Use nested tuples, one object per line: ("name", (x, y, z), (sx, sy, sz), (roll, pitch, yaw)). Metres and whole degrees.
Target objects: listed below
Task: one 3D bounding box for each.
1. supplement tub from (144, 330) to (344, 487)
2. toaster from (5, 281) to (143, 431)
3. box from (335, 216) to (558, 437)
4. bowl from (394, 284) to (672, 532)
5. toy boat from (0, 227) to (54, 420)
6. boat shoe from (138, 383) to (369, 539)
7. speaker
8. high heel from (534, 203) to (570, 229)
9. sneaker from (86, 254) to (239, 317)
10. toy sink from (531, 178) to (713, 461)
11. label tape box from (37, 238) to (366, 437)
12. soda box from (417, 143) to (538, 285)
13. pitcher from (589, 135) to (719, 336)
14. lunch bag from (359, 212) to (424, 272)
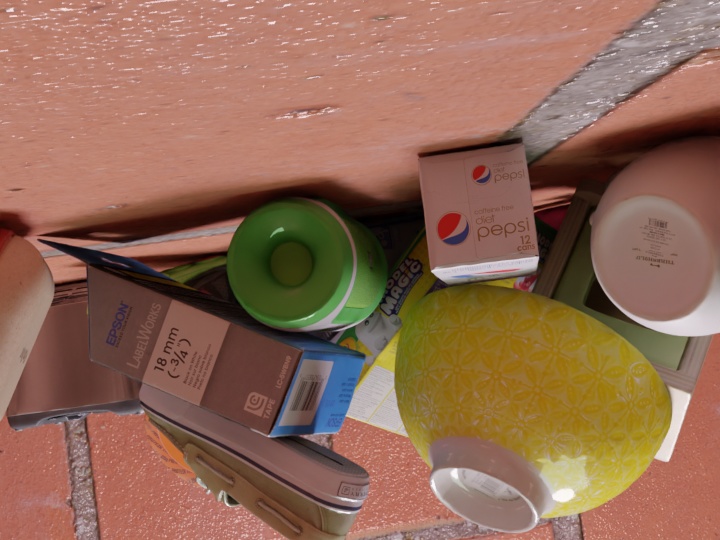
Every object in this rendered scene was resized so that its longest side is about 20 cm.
("supplement tub", (-0.098, 0.099, 1.322), (0.122, 0.123, 0.200), (-11, -157, 42))
("toaster", (-0.246, 0.076, 1.383), (0.199, 0.130, 0.114), (-9, 177, 17))
("box", (0.062, 0.030, 1.108), (0.200, 0.048, 0.117), (-51, 141, 11))
("bowl", (0.102, 0.114, 1.004), (0.200, 0.108, 0.200), (20, 148, 13))
("toy boat", (-0.265, 0.029, 0.886), (0.130, 0.131, 0.200), (23, 171, -7))
("boat shoe", (-0.083, 0.127, 0.980), (0.200, 0.062, 0.072), (23, -177, 38))
("speaker", (-0.032, -0.002, 0.980), (0.088, 0.089, 0.200), (-9, 177, 8))
("high heel", (0.169, -0.032, 1.298), (0.096, 0.068, 0.200), (-41, -155, -18))
("sneaker", (-0.149, 0.037, 1.261), (0.200, 0.084, 0.077), (-18, -177, -43))
("toy sink", (0.203, 0.014, 1.076), (0.130, 0.200, 0.112), (20, 147, 14))
("label tape box", (-0.113, 0.048, 0.986), (0.200, 0.063, 0.144), (21, -179, 18))
("soda box", (0.077, -0.030, 0.914), (0.063, 0.068, 0.200), (-7, 176, 5))
("pitcher", (0.210, -0.033, 0.946), (0.171, 0.122, 0.200), (8, -162, 36))
("lunch bag", (0.000, 0.000, 1.203), (0.160, 0.076, 0.200), (-9, 178, -31))
